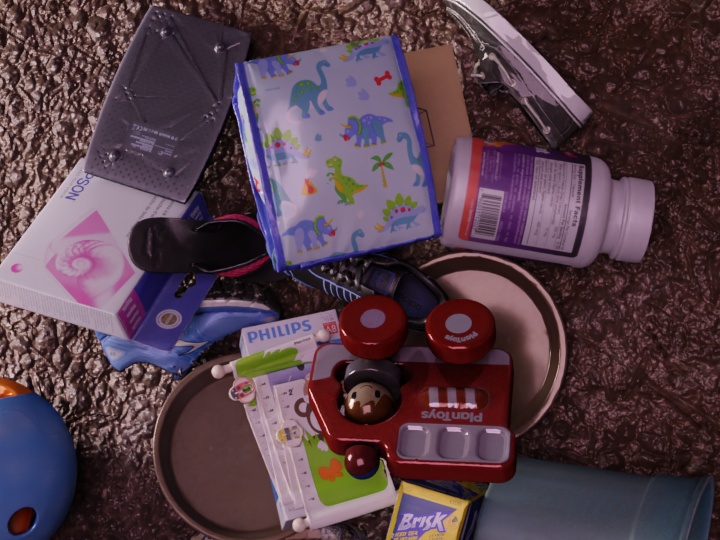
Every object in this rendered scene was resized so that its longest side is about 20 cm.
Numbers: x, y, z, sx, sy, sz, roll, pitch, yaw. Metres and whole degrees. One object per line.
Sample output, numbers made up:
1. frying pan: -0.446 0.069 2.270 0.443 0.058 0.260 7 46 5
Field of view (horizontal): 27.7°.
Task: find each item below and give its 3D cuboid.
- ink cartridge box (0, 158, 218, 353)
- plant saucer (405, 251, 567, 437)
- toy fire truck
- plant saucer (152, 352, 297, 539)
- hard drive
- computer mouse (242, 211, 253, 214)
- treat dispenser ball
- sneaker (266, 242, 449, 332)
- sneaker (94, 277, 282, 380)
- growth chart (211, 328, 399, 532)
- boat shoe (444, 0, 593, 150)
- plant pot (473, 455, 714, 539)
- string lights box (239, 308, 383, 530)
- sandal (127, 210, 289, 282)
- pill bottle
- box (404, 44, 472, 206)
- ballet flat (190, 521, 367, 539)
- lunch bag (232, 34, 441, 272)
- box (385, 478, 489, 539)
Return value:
1. ink cartridge box: -0.247 -0.021 1.514 0.199 0.043 0.197 15 47 14
2. plant saucer: 0.112 0.081 1.487 0.199 0.029 0.201 -1 86 13
3. toy fire truck: 0.048 0.121 1.356 0.199 0.113 0.169 2 45 7
4. plant saucer: -0.114 0.184 1.505 0.199 0.029 0.201 2 71 -6
5. hard drive: -0.201 -0.174 1.554 0.134 0.042 0.201 17 77 13
6. computer mouse: -0.053 -0.117 1.534 0.109 0.044 0.201 18 90 12
7. treat dispenser ball: -0.395 0.210 1.510 0.200 0.201 0.202 -1 86 12
8. sneaker: 0.000 0.000 1.436 0.199 0.078 0.070 24 82 0
9. sneaker: -0.178 0.064 1.544 0.199 0.079 0.090 -10 107 6
10. growth chart: -0.041 0.156 1.436 0.144 0.018 0.201 -24 76 -15
11. boat shoe: 0.146 -0.209 1.484 0.064 0.071 0.200 -44 81 5
12. plant pot: 0.217 0.270 1.386 0.195 0.200 0.202 11 89 21
13. string lights box: -0.052 0.150 1.477 0.102 0.059 0.201 -12 72 -11
14. sandal: -0.134 -0.024 1.476 0.199 0.045 0.076 -2 88 -18
15. pill bottle: 0.183 -0.063 1.438 0.199 0.111 0.112 9 88 -1
16. box: 0.016 -0.135 1.502 0.199 0.021 0.165 -12 85 -8
17. ballet flat: -0.094 0.289 1.506 0.199 0.072 0.073 -5 85 12
18. lunch bag: -0.024 -0.108 1.419 0.169 0.128 0.201 -13 75 -9
19. box: 0.081 0.232 1.403 0.070 0.200 0.065 15 91 13
